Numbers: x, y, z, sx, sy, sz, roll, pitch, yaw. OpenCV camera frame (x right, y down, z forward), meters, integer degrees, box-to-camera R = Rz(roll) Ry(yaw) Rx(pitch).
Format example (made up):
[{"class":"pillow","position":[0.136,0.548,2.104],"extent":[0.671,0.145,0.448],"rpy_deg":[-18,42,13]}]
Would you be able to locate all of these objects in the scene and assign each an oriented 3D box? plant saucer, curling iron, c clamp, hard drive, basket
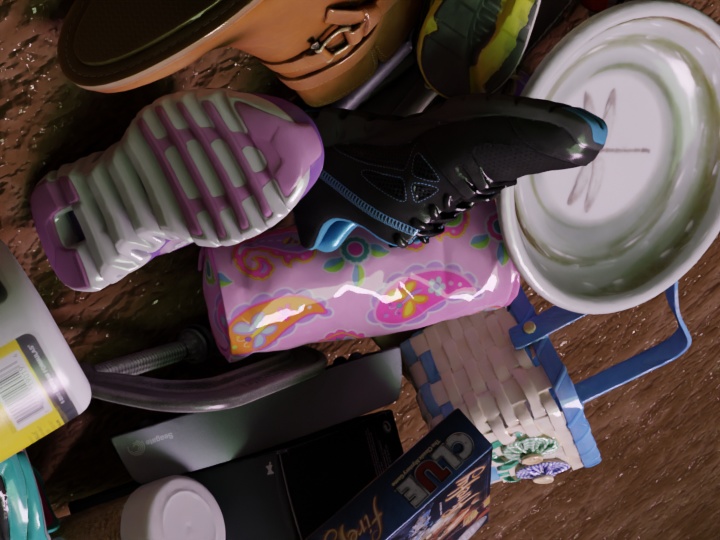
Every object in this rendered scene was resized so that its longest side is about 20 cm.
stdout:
[{"class":"plant saucer","position":[0.157,-0.074,0.905],"extent":[0.199,0.050,0.201],"rpy_deg":[-13,116,-27]},{"class":"curling iron","position":[-0.040,-0.083,0.872],"extent":[0.200,0.026,0.050],"rpy_deg":[-37,156,-5]},{"class":"c clamp","position":[-0.123,0.060,0.911],"extent":[0.200,0.170,0.027],"rpy_deg":[-12,104,-56]},{"class":"hard drive","position":[-0.072,0.100,0.994],"extent":[0.199,0.043,0.135],"rpy_deg":[-17,177,-12]},{"class":"basket","position":[0.142,0.069,1.038],"extent":[0.200,0.139,0.176],"rpy_deg":[-31,151,4]}]

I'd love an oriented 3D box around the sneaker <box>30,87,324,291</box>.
[{"class":"sneaker","position":[-0.087,-0.050,0.765],"extent":[0.200,0.081,0.088],"rpy_deg":[-17,-175,43]}]

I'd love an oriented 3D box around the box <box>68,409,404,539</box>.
[{"class":"box","position":[-0.083,0.166,1.019],"extent":[0.199,0.079,0.141],"rpy_deg":[-18,175,34]}]

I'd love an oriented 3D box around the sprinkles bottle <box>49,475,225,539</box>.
[{"class":"sprinkles bottle","position":[-0.179,0.192,0.959],"extent":[0.200,0.069,0.068],"rpy_deg":[-24,164,37]}]

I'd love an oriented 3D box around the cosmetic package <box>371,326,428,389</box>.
[{"class":"cosmetic package","position":[0.040,0.010,1.057],"extent":[0.105,0.071,0.200],"rpy_deg":[-40,152,1]}]

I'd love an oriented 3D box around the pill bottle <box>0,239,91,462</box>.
[{"class":"pill bottle","position":[-0.253,0.074,0.761],"extent":[0.200,0.112,0.112],"rpy_deg":[-31,151,-14]}]

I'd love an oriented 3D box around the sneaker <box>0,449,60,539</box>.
[{"class":"sneaker","position":[-0.260,0.169,0.932],"extent":[0.120,0.084,0.200],"rpy_deg":[-3,135,-35]}]

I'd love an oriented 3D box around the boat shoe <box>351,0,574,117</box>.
[{"class":"boat shoe","position":[0.065,-0.121,0.904],"extent":[0.200,0.060,0.072],"rpy_deg":[-39,150,-1]}]

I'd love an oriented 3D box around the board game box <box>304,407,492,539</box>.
[{"class":"board game box","position":[0.027,0.175,0.952],"extent":[0.135,0.035,0.200],"rpy_deg":[-40,160,-11]}]

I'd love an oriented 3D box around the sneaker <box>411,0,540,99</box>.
[{"class":"sneaker","position":[0.085,-0.191,0.830],"extent":[0.074,0.085,0.200],"rpy_deg":[35,89,-17]}]

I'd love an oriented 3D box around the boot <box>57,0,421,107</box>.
[{"class":"boot","position":[-0.052,-0.132,0.755],"extent":[0.200,0.077,0.155],"rpy_deg":[-43,157,-8]}]

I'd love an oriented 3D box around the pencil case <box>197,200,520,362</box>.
[{"class":"pencil case","position":[0.000,0.000,0.906],"extent":[0.199,0.088,0.088],"rpy_deg":[-11,146,-11]}]

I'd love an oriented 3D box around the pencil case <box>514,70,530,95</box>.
[{"class":"pencil case","position":[0.121,-0.071,1.018],"extent":[0.084,0.086,0.200],"rpy_deg":[-11,159,25]}]

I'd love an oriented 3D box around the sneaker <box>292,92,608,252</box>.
[{"class":"sneaker","position":[0.046,-0.053,0.805],"extent":[0.199,0.082,0.073],"rpy_deg":[-3,175,35]}]

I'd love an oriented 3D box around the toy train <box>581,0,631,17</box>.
[{"class":"toy train","position":[0.163,-0.179,0.908],"extent":[0.046,0.034,0.201],"rpy_deg":[-6,119,-42]}]
